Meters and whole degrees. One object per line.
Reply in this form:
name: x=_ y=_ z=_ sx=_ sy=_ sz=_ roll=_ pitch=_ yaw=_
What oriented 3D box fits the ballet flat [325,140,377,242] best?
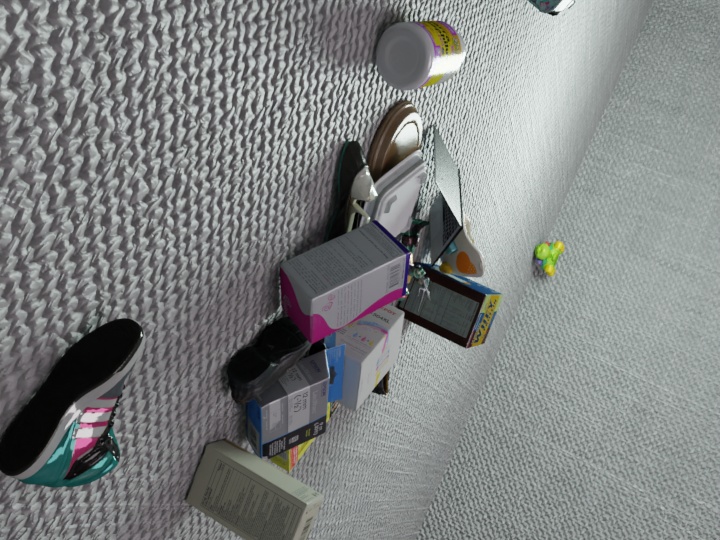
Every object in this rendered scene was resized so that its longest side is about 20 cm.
ballet flat: x=-0.008 y=-0.117 z=1.312 sx=0.068 sy=0.067 sz=0.205 roll=-34 pitch=142 yaw=-54

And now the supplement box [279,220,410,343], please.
supplement box: x=-0.026 y=0.016 z=1.268 sx=0.197 sy=0.103 sz=0.103 roll=-26 pitch=141 yaw=-28

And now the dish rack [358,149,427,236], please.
dish rack: x=0.062 y=-0.114 z=1.455 sx=0.171 sy=0.043 sz=0.202 roll=-41 pitch=159 yaw=-37

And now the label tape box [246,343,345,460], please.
label tape box: x=-0.100 y=0.228 z=1.340 sx=0.196 sy=0.066 sz=0.146 roll=-18 pitch=135 yaw=-26

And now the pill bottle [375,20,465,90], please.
pill bottle: x=0.110 y=-0.365 z=1.299 sx=0.199 sy=0.102 sz=0.107 roll=-32 pitch=141 yaw=-57

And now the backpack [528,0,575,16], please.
backpack: x=0.360 y=-0.626 z=1.513 sx=0.178 sy=0.201 sz=0.149 roll=-46 pitch=163 yaw=28

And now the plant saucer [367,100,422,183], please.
plant saucer: x=0.067 y=-0.217 z=1.452 sx=0.201 sy=0.029 sz=0.203 roll=-53 pitch=156 yaw=-35

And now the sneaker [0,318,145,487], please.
sneaker: x=-0.295 y=0.160 z=0.862 sx=0.201 sy=0.083 sz=0.122 roll=-51 pitch=150 yaw=-18

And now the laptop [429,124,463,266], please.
laptop: x=0.153 y=-0.156 z=1.621 sx=0.201 sy=0.114 sz=0.190 roll=-55 pitch=-159 yaw=41

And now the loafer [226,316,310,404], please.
loafer: x=-0.141 y=0.140 z=1.255 sx=0.198 sy=0.072 sz=0.073 roll=-33 pitch=149 yaw=-38

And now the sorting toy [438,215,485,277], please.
sorting toy: x=0.229 y=-0.109 z=1.853 sx=0.202 sy=0.104 sz=0.184 roll=-96 pitch=179 yaw=-60

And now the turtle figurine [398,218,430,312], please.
turtle figurine: x=0.108 y=-0.008 z=1.668 sx=0.150 sy=0.098 sz=0.206 roll=-23 pitch=118 yaw=-85

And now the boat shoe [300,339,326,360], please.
boat shoe: x=-0.091 y=0.149 z=1.380 sx=0.072 sy=0.067 sz=0.204 roll=-38 pitch=145 yaw=-51

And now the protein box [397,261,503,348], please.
protein box: x=0.222 y=0.082 z=1.900 sx=0.198 sy=0.197 sz=0.138 roll=4 pitch=110 yaw=-68

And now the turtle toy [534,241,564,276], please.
turtle toy: x=0.808 y=-0.066 z=3.332 sx=0.149 sy=0.099 sz=0.199 roll=-67 pitch=159 yaw=0

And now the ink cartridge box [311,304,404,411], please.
ink cartridge box: x=-0.007 y=0.143 z=1.501 sx=0.200 sy=0.126 sz=0.128 roll=-45 pitch=151 yaw=-45

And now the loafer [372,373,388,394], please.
loafer: x=0.054 y=0.186 z=1.750 sx=0.072 sy=0.071 sz=0.205 roll=-29 pitch=137 yaw=-56

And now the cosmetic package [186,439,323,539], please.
cosmetic package: x=-0.169 y=0.363 z=1.226 sx=0.107 sy=0.197 sz=0.071 roll=-66 pitch=160 yaw=5

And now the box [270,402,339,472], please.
box: x=-0.104 y=0.294 z=1.524 sx=0.200 sy=0.049 sz=0.077 roll=-47 pitch=153 yaw=-42
